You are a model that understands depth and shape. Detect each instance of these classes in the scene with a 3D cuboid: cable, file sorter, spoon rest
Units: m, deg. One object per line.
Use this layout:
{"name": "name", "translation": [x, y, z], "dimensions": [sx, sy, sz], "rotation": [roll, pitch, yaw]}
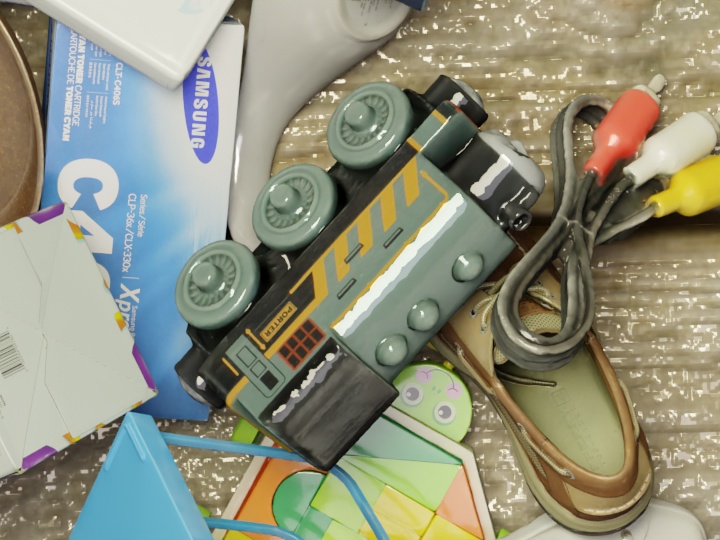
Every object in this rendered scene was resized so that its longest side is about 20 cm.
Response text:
{"name": "cable", "translation": [0.112, -0.033, 1.245], "dimensions": [0.097, 0.200, 0.050], "rotation": [40, 134, 10]}
{"name": "file sorter", "translation": [-0.074, 0.192, 1.218], "dimensions": [0.122, 0.139, 0.200], "rotation": [9, 120, -32]}
{"name": "spoon rest", "translation": [-0.024, -0.103, 1.287], "dimensions": [0.061, 0.099, 0.201], "rotation": [26, 101, 46]}

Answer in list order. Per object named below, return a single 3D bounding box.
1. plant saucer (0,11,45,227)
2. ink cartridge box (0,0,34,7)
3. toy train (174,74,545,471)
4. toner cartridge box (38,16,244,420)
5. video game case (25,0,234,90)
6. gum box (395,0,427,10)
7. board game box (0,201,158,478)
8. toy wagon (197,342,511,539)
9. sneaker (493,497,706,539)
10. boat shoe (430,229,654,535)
{"name": "plant saucer", "translation": [-0.230, -0.083, 1.283], "dimensions": [0.200, 0.037, 0.201], "rotation": [13, 118, 26]}
{"name": "ink cartridge box", "translation": [-0.209, -0.199, 1.308], "dimensions": [0.199, 0.042, 0.120], "rotation": [9, 93, 4]}
{"name": "toy train", "translation": [0.000, 0.000, 1.226], "dimensions": [0.200, 0.085, 0.114], "rotation": [-46, 48, 0]}
{"name": "toner cartridge box", "translation": [-0.115, -0.029, 1.291], "dimensions": [0.095, 0.043, 0.201], "rotation": [3, 100, -12]}
{"name": "video game case", "translation": [-0.128, -0.212, 1.258], "dimensions": [0.200, 0.024, 0.182], "rotation": [32, 69, -5]}
{"name": "gum box", "translation": [-0.011, -0.245, 1.249], "dimensions": [0.169, 0.045, 0.200], "rotation": [22, 66, 2]}
{"name": "board game box", "translation": [-0.213, 0.058, 1.243], "dimensions": [0.200, 0.103, 0.105], "rotation": [-23, 94, 40]}
{"name": "toy wagon", "translation": [0.001, 0.121, 1.314], "dimensions": [0.155, 0.040, 0.200], "rotation": [30, 95, 1]}
{"name": "sneaker", "translation": [0.091, 0.165, 1.265], "dimensions": [0.199, 0.085, 0.073], "rotation": [-12, 108, -19]}
{"name": "boat shoe", "translation": [0.082, 0.032, 1.264], "dimensions": [0.076, 0.074, 0.200], "rotation": [-31, 71, -10]}
